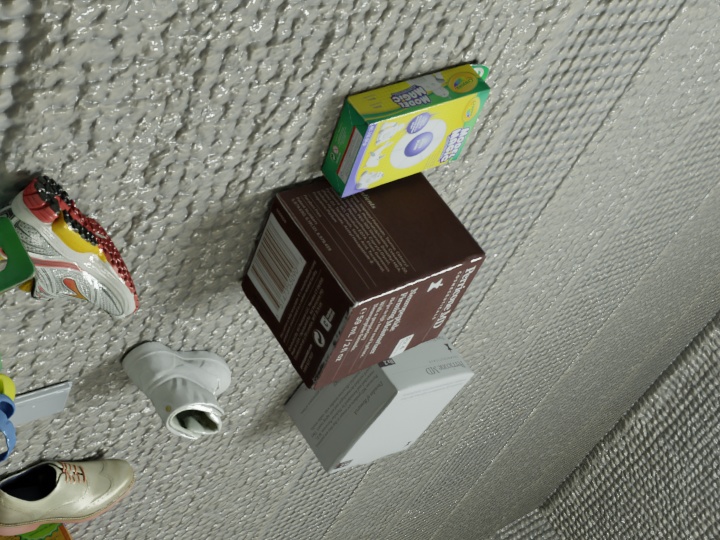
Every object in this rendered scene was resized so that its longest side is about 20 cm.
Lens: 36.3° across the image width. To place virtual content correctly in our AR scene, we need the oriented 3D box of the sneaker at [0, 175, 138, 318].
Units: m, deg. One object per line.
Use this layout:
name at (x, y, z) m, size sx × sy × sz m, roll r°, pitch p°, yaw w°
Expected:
sneaker at (-0.269, -0.009, 0.998) m, size 0.082 × 0.078 × 0.200 m, roll -33°, pitch 147°, yaw 0°

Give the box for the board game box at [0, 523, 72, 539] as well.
board game box at (-0.441, 0.473, 1.445) m, size 0.199 × 0.200 × 0.201 m, roll -25°, pitch 154°, yaw -23°

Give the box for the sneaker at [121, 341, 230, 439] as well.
sneaker at (-0.198, 0.156, 1.326) m, size 0.074 × 0.116 × 0.200 m, roll -44°, pitch 157°, yaw 11°

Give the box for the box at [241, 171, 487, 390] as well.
box at (0.000, 0.000, 1.257) m, size 0.199 × 0.165 × 0.167 m, roll -19°, pitch 150°, yaw -35°

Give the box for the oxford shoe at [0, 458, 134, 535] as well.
oxford shoe at (-0.362, 0.268, 1.354) m, size 0.199 × 0.071 × 0.074 m, roll -14°, pitch 145°, yaw -42°

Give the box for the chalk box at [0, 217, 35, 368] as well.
chalk box at (-0.353, 0.021, 0.842) m, size 0.199 × 0.125 × 0.124 m, roll -22°, pitch 152°, yaw -28°

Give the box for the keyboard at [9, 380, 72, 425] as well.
keyboard at (-0.405, 0.162, 1.183) m, size 0.199 × 0.011 × 0.056 m, roll -15°, pitch 152°, yaw -41°

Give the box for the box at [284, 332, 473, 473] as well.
box at (0.028, 0.182, 1.663) m, size 0.198 × 0.131 × 0.200 m, roll -6°, pitch 141°, yaw -51°

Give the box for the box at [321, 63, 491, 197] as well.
box at (0.060, -0.157, 1.209) m, size 0.199 × 0.048 × 0.118 m, roll -23°, pitch 153°, yaw -33°

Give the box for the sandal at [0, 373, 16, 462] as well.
sandal at (-0.409, 0.150, 1.062) m, size 0.199 × 0.087 × 0.080 m, roll -1°, pitch 140°, yaw -50°
